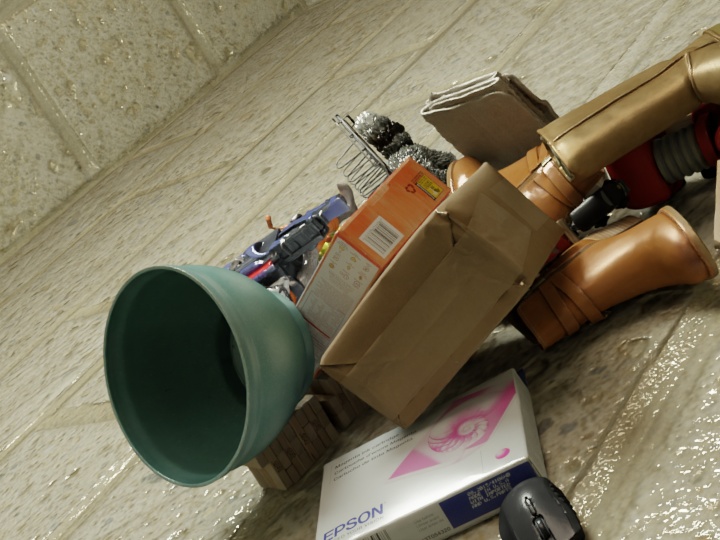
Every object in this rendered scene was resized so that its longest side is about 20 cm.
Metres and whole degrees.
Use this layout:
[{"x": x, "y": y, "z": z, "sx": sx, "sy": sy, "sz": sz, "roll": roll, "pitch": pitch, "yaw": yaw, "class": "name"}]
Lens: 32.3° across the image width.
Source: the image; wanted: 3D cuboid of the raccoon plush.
[{"x": 0.047, "y": -0.105, "z": 1.523, "sx": 0.097, "sy": 0.199, "sz": 0.134, "roll": -65, "pitch": -13, "yaw": 24, "class": "raccoon plush"}]

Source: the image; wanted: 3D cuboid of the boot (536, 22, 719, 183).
[{"x": 0.274, "y": -0.140, "z": 1.134, "sx": 0.199, "sy": 0.067, "sz": 0.175, "roll": -30, "pitch": 18, "yaw": 5, "class": "boot"}]

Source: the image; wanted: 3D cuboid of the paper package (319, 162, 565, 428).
[{"x": 0.077, "y": 0.019, "z": 1.111, "sx": 0.191, "sy": 0.103, "sz": 0.200, "roll": -52, "pitch": -4, "yaw": 24, "class": "paper package"}]

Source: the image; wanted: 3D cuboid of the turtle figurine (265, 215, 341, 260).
[{"x": -0.023, "y": -0.033, "z": 1.515, "sx": 0.159, "sy": 0.065, "sz": 0.200, "roll": 0, "pitch": 3, "yaw": -23, "class": "turtle figurine"}]

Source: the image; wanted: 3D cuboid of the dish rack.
[{"x": 0.034, "y": -0.075, "z": 1.320, "sx": 0.055, "sy": 0.200, "sz": 0.154, "roll": -43, "pitch": 48, "yaw": 2, "class": "dish rack"}]

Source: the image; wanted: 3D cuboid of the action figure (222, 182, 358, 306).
[{"x": -0.052, "y": -0.012, "z": 1.297, "sx": 0.199, "sy": 0.105, "sz": 0.194, "roll": -30, "pitch": 16, "yaw": 37, "class": "action figure"}]

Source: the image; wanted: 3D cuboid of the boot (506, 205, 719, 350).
[{"x": 0.215, "y": 0.011, "z": 1.102, "sx": 0.154, "sy": 0.077, "sz": 0.200, "roll": -34, "pitch": 16, "yaw": -8, "class": "boot"}]

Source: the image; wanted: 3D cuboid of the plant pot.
[{"x": -0.128, "y": 0.086, "z": 1.164, "sx": 0.199, "sy": 0.203, "sz": 0.133, "roll": -15, "pitch": -2, "yaw": 41, "class": "plant pot"}]

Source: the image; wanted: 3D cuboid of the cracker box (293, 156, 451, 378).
[{"x": 0.000, "y": 0.000, "z": 1.206, "sx": 0.134, "sy": 0.058, "sz": 0.200, "roll": -48, "pitch": -6, "yaw": -39, "class": "cracker box"}]

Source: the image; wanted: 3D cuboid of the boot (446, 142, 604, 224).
[{"x": 0.176, "y": -0.099, "z": 1.307, "sx": 0.155, "sy": 0.073, "sz": 0.201, "roll": -57, "pitch": 40, "yaw": 27, "class": "boot"}]

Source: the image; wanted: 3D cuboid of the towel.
[{"x": 0.170, "y": -0.140, "z": 1.372, "sx": 0.132, "sy": 0.200, "sz": 0.035, "roll": -10, "pitch": 47, "yaw": 47, "class": "towel"}]

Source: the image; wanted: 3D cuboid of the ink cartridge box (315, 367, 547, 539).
[{"x": 0.056, "y": 0.159, "z": 1.054, "sx": 0.195, "sy": 0.044, "sz": 0.200, "roll": -29, "pitch": 20, "yaw": 13, "class": "ink cartridge box"}]

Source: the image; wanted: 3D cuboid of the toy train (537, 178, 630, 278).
[{"x": 0.182, "y": -0.017, "z": 1.211, "sx": 0.200, "sy": 0.034, "sz": 0.046, "roll": -44, "pitch": -12, "yaw": 27, "class": "toy train"}]

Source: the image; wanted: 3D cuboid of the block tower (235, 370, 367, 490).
[{"x": -0.042, "y": 0.137, "z": 1.244, "sx": 0.200, "sy": 0.058, "sz": 0.054, "roll": -42, "pitch": 21, "yaw": -31, "class": "block tower"}]

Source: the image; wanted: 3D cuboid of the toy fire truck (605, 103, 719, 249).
[{"x": 0.318, "y": -0.098, "z": 1.182, "sx": 0.175, "sy": 0.130, "sz": 0.200, "roll": -22, "pitch": 11, "yaw": 29, "class": "toy fire truck"}]

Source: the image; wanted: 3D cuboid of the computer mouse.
[{"x": 0.133, "y": 0.195, "z": 0.850, "sx": 0.058, "sy": 0.034, "sz": 0.200, "roll": -31, "pitch": 19, "yaw": 1, "class": "computer mouse"}]
